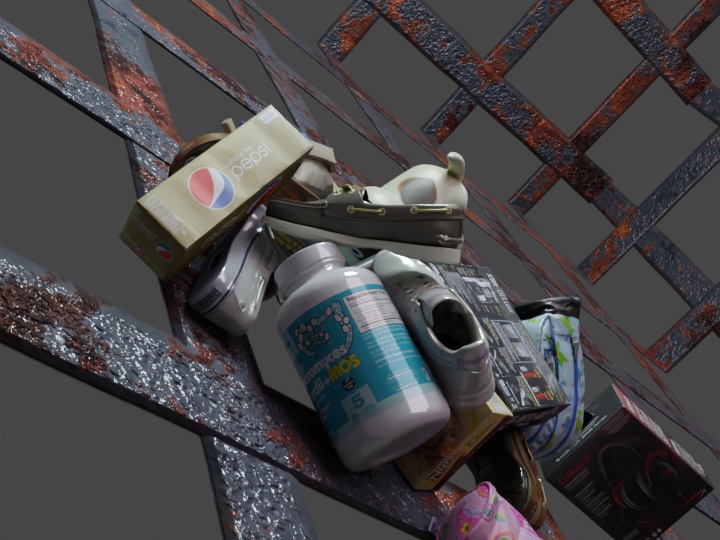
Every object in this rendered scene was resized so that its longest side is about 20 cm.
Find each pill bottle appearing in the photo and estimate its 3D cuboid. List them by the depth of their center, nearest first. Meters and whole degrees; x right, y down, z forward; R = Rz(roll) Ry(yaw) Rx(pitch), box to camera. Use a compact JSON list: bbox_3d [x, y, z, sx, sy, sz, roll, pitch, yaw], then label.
[{"bbox_3d":[-0.008,0.075,0.941,0.201,0.111,0.111,61,19,20],"label":"pill bottle"}]

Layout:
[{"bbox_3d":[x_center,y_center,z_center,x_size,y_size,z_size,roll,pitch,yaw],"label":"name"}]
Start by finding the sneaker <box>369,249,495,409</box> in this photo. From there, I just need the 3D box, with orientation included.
[{"bbox_3d":[0.070,0.034,0.971,0.200,0.075,0.100,53,-20,39],"label":"sneaker"}]

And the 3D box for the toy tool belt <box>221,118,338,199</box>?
[{"bbox_3d":[-0.094,-0.128,1.236,0.123,0.125,0.200,54,15,11],"label":"toy tool belt"}]

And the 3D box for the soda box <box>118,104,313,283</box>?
[{"bbox_3d":[-0.136,-0.077,0.976,0.064,0.068,0.200,45,50,2],"label":"soda box"}]

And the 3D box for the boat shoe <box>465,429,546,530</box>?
[{"bbox_3d":[0.162,0.219,1.164,0.074,0.076,0.200,42,21,-27],"label":"boat shoe"}]

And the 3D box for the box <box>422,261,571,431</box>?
[{"bbox_3d":[0.144,0.085,1.166,0.157,0.050,0.201,5,51,-56],"label":"box"}]

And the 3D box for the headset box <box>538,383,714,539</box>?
[{"bbox_3d":[0.348,0.264,1.372,0.200,0.149,0.075,42,14,-11],"label":"headset box"}]

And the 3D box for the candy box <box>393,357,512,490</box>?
[{"bbox_3d":[0.049,0.112,1.048,0.200,0.115,0.055,52,16,30],"label":"candy box"}]

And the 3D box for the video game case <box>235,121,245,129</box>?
[{"bbox_3d":[-0.081,-0.118,1.448,0.181,0.046,0.200,33,10,-42],"label":"video game case"}]

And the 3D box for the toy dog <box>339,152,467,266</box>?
[{"bbox_3d":[0.049,-0.058,1.295,0.200,0.194,0.140,-18,68,-51],"label":"toy dog"}]

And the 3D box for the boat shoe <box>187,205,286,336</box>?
[{"bbox_3d":[-0.106,0.005,1.011,0.086,0.075,0.202,46,19,-16],"label":"boat shoe"}]

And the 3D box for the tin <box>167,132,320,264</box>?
[{"bbox_3d":[-0.121,-0.068,1.110,0.200,0.112,0.042,37,3,-28],"label":"tin"}]

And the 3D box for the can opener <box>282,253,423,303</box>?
[{"bbox_3d":[0.000,0.000,1.148,0.053,0.199,0.067,30,-43,45],"label":"can opener"}]

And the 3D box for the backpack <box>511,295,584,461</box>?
[{"bbox_3d":[0.210,0.143,1.298,0.153,0.163,0.201,-1,80,-53],"label":"backpack"}]

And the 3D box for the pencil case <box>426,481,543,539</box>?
[{"bbox_3d":[0.156,0.284,0.926,0.200,0.087,0.087,41,14,-6],"label":"pencil case"}]

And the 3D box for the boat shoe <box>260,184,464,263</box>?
[{"bbox_3d":[0.003,-0.050,0.991,0.200,0.061,0.072,10,0,10],"label":"boat shoe"}]
